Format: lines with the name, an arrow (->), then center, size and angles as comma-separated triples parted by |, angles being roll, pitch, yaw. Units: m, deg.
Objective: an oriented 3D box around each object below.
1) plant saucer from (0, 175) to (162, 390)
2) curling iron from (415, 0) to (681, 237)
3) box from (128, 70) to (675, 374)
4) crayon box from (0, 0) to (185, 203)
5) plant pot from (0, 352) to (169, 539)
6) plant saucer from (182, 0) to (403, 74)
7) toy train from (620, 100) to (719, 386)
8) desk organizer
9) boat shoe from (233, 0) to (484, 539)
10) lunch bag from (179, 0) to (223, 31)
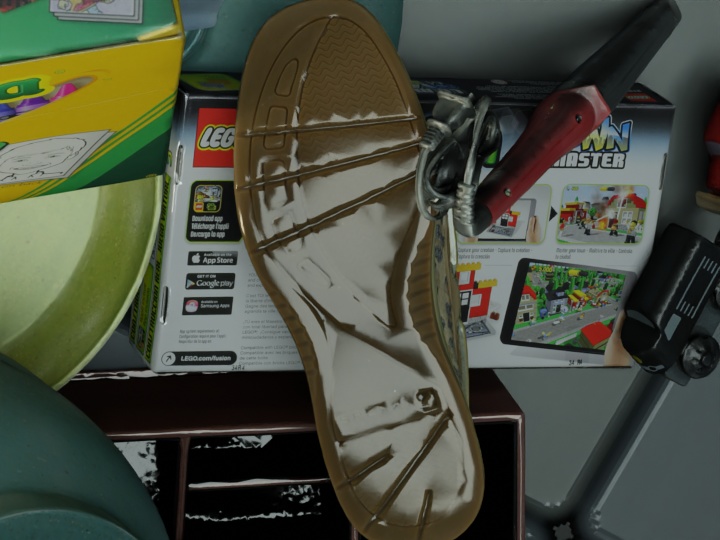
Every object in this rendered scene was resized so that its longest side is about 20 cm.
plant saucer -> -0.172, -0.035, 1.073 | 0.200, 0.031, 0.200 | -2, 103, -10
curling iron -> 0.076, -0.064, 1.083 | 0.026, 0.200, 0.050 | 12, 117, 28
box -> 0.017, -0.018, 1.127 | 0.200, 0.035, 0.110 | 1, 109, -22
crayon box -> -0.162, -0.059, 0.961 | 0.200, 0.173, 0.058 | -10, 80, -8
plant pot -> -0.139, 0.125, 0.994 | 0.200, 0.134, 0.200 | -5, 99, -33
plant saucer -> -0.079, -0.099, 1.116 | 0.200, 0.036, 0.200 | -2, 104, -9
toy train -> 0.154, -0.051, 1.149 | 0.046, 0.034, 0.200 | 28, 87, -36
desk organizer -> -0.039, 0.080, 1.145 | 0.200, 0.077, 0.072 | -3, 104, -9
boat shoe -> 0.000, 0.000, 1.071 | 0.073, 0.063, 0.200 | -9, 97, 6
lunch bag -> -0.058, -0.191, 1.003 | 0.127, 0.170, 0.200 | -6, 83, -8
